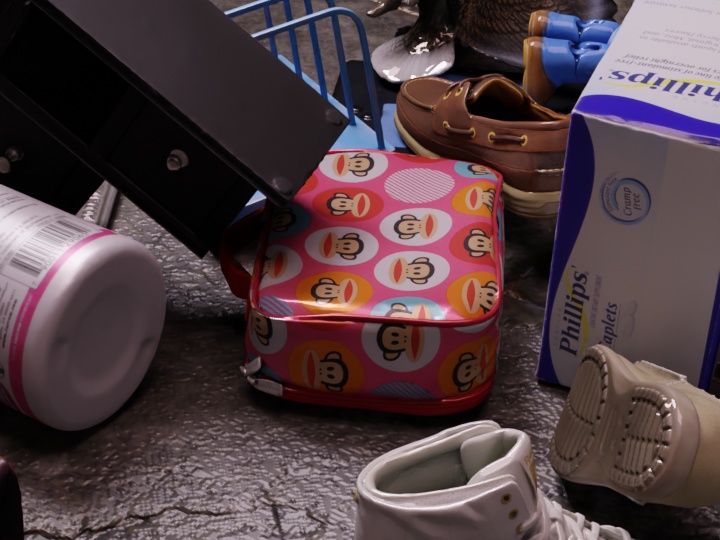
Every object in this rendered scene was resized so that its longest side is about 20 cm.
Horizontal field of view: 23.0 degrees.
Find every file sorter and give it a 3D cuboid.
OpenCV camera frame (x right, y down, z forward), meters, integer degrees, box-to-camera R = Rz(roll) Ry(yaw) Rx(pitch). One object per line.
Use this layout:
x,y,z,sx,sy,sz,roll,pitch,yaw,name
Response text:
-0.086,-0.138,1.214,0.138,0.124,0.200,-21,32,-18,file sorter

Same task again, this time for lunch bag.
0.000,0.000,1.073,0.174,0.083,0.201,4,33,4,lunch bag

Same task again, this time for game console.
0.075,-0.109,1.296,0.198,0.031,0.177,5,33,4,game console

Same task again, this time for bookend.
-0.146,-0.075,1.073,0.198,0.200,0.092,40,43,-5,bookend

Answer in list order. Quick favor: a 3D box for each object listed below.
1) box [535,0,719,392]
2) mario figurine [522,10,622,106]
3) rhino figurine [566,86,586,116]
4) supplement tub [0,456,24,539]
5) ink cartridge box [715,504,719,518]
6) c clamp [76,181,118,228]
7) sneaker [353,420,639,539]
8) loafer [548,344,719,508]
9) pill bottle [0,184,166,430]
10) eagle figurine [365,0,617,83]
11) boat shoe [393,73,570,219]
0.188,-0.049,1.065,0.104,0.185,0.200,14,35,16,box
0.218,-0.134,1.285,0.198,0.106,0.125,5,72,14,mario figurine
0.234,-0.080,1.189,0.199,0.088,0.060,26,34,8,rhino figurine
-0.264,0.135,0.829,0.198,0.108,0.107,2,32,1,supplement tub
0.268,0.114,0.850,0.146,0.146,0.201,0,33,-5,ink cartridge box
-0.247,-0.048,1.186,0.169,0.027,0.201,6,33,6,c clamp
0.091,0.130,0.846,0.198,0.117,0.074,-2,31,-8,sneaker
0.151,0.089,0.921,0.068,0.076,0.200,21,4,-9,loafer
-0.220,0.006,1.023,0.199,0.114,0.113,22,37,28,pill bottle
0.092,-0.212,1.377,0.199,0.150,0.153,21,44,-54,eagle figurine
0.088,-0.099,1.181,0.071,0.068,0.200,-16,29,-24,boat shoe
